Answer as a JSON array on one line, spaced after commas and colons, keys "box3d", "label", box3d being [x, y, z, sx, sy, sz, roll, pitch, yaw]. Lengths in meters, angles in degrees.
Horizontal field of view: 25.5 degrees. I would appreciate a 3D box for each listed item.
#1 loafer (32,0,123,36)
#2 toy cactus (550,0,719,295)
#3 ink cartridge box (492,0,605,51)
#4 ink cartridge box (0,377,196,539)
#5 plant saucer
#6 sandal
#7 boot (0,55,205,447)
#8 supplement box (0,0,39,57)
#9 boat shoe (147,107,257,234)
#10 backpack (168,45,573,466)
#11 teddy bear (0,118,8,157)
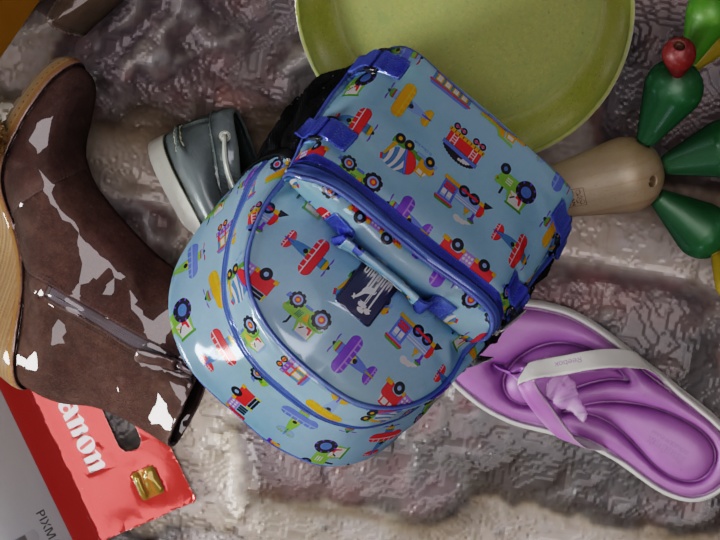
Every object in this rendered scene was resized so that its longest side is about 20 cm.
[{"box3d": [-0.166, -0.178, 0.958, 0.200, 0.073, 0.071, -12, 101, 13], "label": "loafer"}, {"box3d": [0.193, -0.057, 0.932, 0.165, 0.102, 0.200, -14, 126, 10], "label": "toy cactus"}, {"box3d": [0.074, -0.218, 0.957, 0.200, 0.037, 0.095, 27, 98, -4], "label": "ink cartridge box"}, {"box3d": [-0.228, 0.121, 1.004, 0.200, 0.050, 0.161, -24, 96, 7], "label": "ink cartridge box"}, {"box3d": [0.061, -0.158, 0.938, 0.200, 0.031, 0.200, 5, 119, 9], "label": "plant saucer"}, {"box3d": [0.145, 0.078, 0.982, 0.203, 0.050, 0.083, 25, 97, -1], "label": "sandal"}, {"box3d": [-0.147, -0.012, 0.953, 0.166, 0.072, 0.200, 21, 97, 14], "label": "boot"}, {"box3d": [-0.251, -0.257, 0.876, 0.200, 0.133, 0.197, 35, 91, 18], "label": "supplement box"}, {"box3d": [-0.055, -0.007, 0.969, 0.062, 0.073, 0.200, -31, 90, 9], "label": "boat shoe"}, {"box3d": [0.000, 0.000, 0.893, 0.183, 0.135, 0.200, 43, 61, -9], "label": "backpack"}, {"box3d": [-0.304, -0.065, 0.932, 0.200, 0.145, 0.067, 0, 135, 38], "label": "teddy bear"}]
